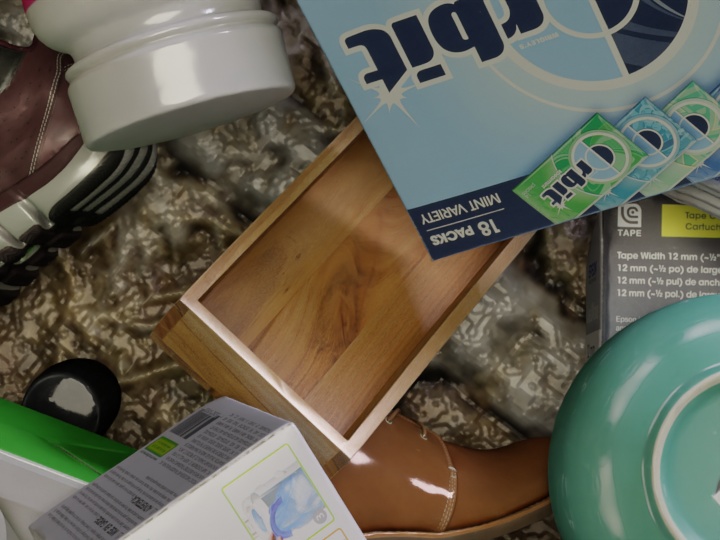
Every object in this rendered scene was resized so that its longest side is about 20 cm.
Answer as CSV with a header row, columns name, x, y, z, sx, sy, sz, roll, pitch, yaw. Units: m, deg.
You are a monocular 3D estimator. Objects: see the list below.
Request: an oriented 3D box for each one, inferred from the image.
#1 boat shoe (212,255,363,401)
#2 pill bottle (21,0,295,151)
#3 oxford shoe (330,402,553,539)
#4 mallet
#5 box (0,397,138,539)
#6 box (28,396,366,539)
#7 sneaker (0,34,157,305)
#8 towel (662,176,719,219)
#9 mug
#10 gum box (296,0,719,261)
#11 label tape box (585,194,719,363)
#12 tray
name,x,y,z,sx,sy,sz,roll,pitch,yaw
boat shoe,-0.042,0.090,1.050,0.074,0.066,0.201,27,77,-35
pill bottle,-0.099,-0.160,0.963,0.113,0.113,0.201,-16,87,-1
oxford shoe,0.020,0.091,1.013,0.199,0.071,0.072,-6,91,-35
mallet,-0.119,0.137,1.066,0.041,0.066,0.201,-12,101,4
box,-0.216,0.135,0.984,0.199,0.097,0.177,22,96,-2
box,-0.030,0.164,0.896,0.101,0.112,0.200,-34,102,-13
sneaker,-0.197,-0.040,1.052,0.200,0.076,0.116,-36,77,10
towel,0.227,-0.076,1.012,0.147,0.024,0.200,29,55,36
mug,0.161,0.070,0.963,0.151,0.114,0.186,4,86,0
gum box,0.066,-0.115,0.936,0.169,0.045,0.200,-16,119,22
label tape box,0.180,0.027,1.056,0.143,0.066,0.201,1,84,0
tray,0.000,0.000,1.009,0.099,0.037,0.200,43,47,-1
